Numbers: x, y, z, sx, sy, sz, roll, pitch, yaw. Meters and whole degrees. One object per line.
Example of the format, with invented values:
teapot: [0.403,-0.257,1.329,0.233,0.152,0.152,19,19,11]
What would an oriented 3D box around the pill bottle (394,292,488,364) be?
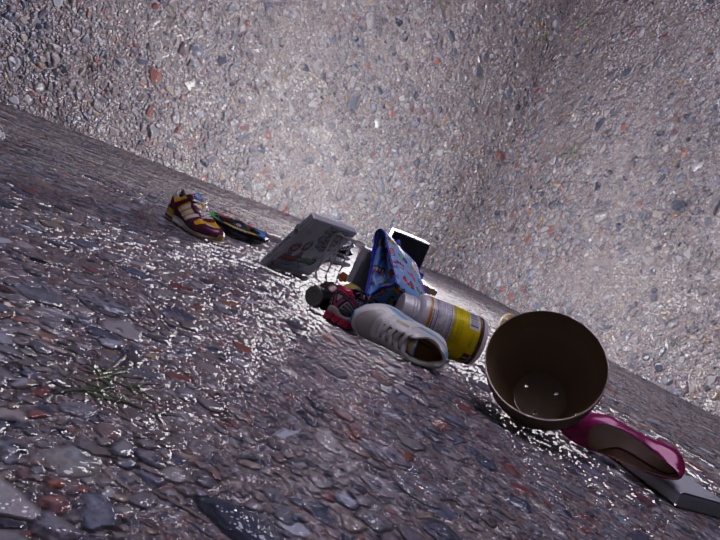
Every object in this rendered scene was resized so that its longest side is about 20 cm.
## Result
pill bottle: [0.169,0.121,1.340,0.197,0.111,0.109,22,6,-9]

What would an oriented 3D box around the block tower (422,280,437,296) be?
block tower: [0.115,0.025,1.637,0.054,0.059,0.199,23,10,-42]

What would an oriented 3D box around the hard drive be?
hard drive: [0.514,0.349,1.076,0.130,0.027,0.200,21,7,-24]

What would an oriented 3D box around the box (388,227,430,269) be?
box: [0.113,-0.014,1.869,0.121,0.202,0.200,22,5,-1]

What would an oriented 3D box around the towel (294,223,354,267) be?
towel: [-0.130,-0.096,2.195,0.164,0.087,0.199,17,9,-39]

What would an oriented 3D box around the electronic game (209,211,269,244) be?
electronic game: [-0.359,-0.127,1.805,0.197,0.042,0.200,23,6,-3]

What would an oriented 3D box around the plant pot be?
plant pot: [0.311,0.191,1.065,0.198,0.201,0.136,26,-28,26]

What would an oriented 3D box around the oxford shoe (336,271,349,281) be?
oxford shoe: [0.027,0.040,1.699,0.197,0.072,0.071,24,8,18]

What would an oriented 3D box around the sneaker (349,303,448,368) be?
sneaker: [0.075,0.121,1.159,0.197,0.078,0.081,21,8,-2]

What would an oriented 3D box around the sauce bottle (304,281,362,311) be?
sauce bottle: [-0.054,0.054,1.290,0.064,0.066,0.199,25,5,21]

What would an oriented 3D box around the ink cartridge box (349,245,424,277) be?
ink cartridge box: [0.068,0.023,1.750,0.197,0.121,0.042,24,6,12]

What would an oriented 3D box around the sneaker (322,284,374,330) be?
sneaker: [0.001,0.077,1.250,0.080,0.076,0.199,26,6,24]

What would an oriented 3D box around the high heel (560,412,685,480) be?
high heel: [0.427,0.293,1.026,0.197,0.069,0.096,18,12,20]

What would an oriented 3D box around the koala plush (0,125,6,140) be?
koala plush: [-0.885,-0.350,1.347,0.174,0.188,0.200,10,-14,-6]

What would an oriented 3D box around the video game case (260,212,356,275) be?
video game case: [-0.123,-0.058,1.519,0.199,0.181,0.024,13,42,-59]

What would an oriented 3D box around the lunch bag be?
lunch bag: [0.088,0.004,1.453,0.150,0.093,0.203,40,38,-38]

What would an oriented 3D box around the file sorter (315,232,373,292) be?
file sorter: [0.000,0.000,1.555,0.124,0.141,0.199,32,10,33]

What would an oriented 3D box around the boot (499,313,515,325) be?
boot: [0.614,0.227,2.285,0.198,0.074,0.154,25,0,-44]

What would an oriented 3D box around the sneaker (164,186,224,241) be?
sneaker: [-0.402,-0.140,1.524,0.198,0.092,0.075,26,7,27]
